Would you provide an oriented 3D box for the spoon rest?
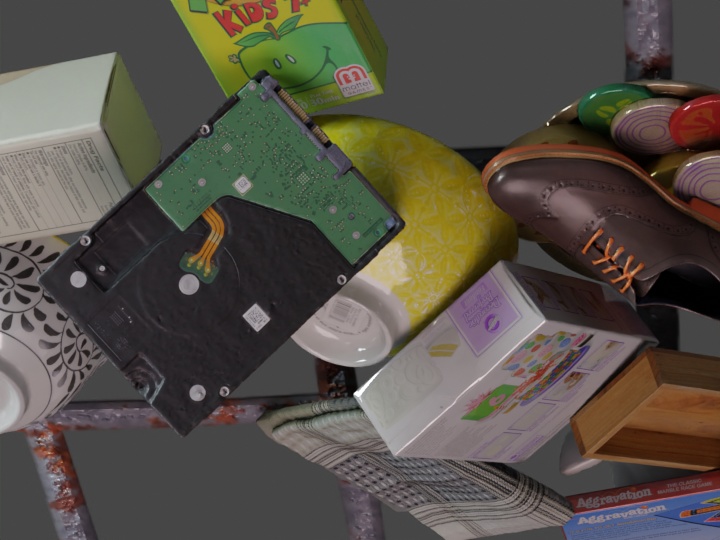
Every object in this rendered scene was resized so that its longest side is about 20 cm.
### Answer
[{"bbox_3d":[0.226,0.161,1.725,0.099,0.061,0.200,-26,140,29],"label":"spoon rest"}]

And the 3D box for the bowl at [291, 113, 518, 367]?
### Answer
[{"bbox_3d":[0.000,0.000,1.506,0.199,0.108,0.201,14,143,11],"label":"bowl"}]

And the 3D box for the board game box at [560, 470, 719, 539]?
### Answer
[{"bbox_3d":[0.256,0.188,1.697,0.199,0.020,0.103,-10,147,9],"label":"board game box"}]

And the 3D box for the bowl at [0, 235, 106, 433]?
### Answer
[{"bbox_3d":[-0.284,0.061,1.640,0.199,0.095,0.201,2,135,2],"label":"bowl"}]

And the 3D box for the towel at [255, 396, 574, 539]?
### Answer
[{"bbox_3d":[0.036,0.154,1.683,0.192,0.035,0.200,30,160,-22],"label":"towel"}]

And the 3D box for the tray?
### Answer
[{"bbox_3d":[0.262,0.106,1.624,0.199,0.037,0.099,8,140,-35],"label":"tray"}]

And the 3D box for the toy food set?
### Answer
[{"bbox_3d":[0.201,-0.054,1.506,0.197,0.049,0.200,-29,125,30],"label":"toy food set"}]

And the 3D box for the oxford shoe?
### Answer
[{"bbox_3d":[0.172,-0.024,1.452,0.199,0.073,0.071,19,134,-13],"label":"oxford shoe"}]

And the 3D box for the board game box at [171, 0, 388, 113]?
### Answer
[{"bbox_3d":[-0.067,-0.187,1.400,0.101,0.048,0.200,-13,132,19],"label":"board game box"}]

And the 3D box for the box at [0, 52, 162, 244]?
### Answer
[{"bbox_3d":[-0.246,-0.076,1.508,0.199,0.078,0.095,-8,134,14],"label":"box"}]

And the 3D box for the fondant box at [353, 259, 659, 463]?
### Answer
[{"bbox_3d":[0.105,0.068,1.537,0.144,0.058,0.200,-43,157,19],"label":"fondant box"}]

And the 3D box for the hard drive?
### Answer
[{"bbox_3d":[-0.088,-0.011,1.405,0.200,0.038,0.140,-44,94,-6],"label":"hard drive"}]
